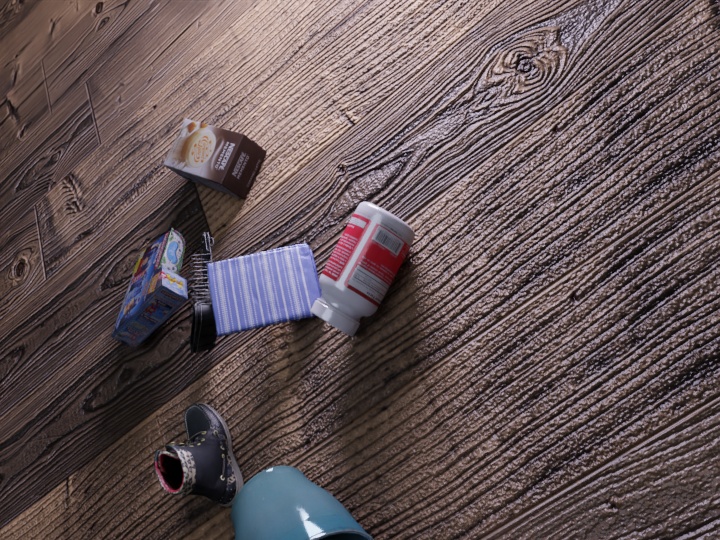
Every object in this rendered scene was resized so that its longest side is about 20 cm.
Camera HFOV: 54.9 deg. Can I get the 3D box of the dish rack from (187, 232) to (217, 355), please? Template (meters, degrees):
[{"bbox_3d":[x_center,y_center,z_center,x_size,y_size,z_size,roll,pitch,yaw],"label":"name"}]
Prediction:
[{"bbox_3d":[-0.300,0.038,1.309,0.154,0.053,0.204,118,145,-54],"label":"dish rack"}]

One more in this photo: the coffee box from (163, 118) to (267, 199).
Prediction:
[{"bbox_3d":[-0.306,-0.236,1.453,0.197,0.079,0.117,19,82,36],"label":"coffee box"}]

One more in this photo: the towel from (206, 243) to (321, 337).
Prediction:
[{"bbox_3d":[-0.169,0.033,1.237,0.195,0.024,0.148,-11,63,-10],"label":"towel"}]

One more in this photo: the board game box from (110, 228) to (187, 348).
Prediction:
[{"bbox_3d":[-0.402,0.029,1.384,0.198,0.061,0.204,-25,45,43],"label":"board game box"}]

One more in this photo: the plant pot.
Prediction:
[{"bbox_3d":[-0.099,0.400,1.014,0.202,0.199,0.188,-53,39,2],"label":"plant pot"}]

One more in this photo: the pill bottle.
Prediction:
[{"bbox_3d":[0.000,0.000,1.149,0.111,0.112,0.203,27,86,36],"label":"pill bottle"}]

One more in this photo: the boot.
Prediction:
[{"bbox_3d":[-0.287,0.301,1.181,0.073,0.153,0.205,-40,56,10],"label":"boot"}]
